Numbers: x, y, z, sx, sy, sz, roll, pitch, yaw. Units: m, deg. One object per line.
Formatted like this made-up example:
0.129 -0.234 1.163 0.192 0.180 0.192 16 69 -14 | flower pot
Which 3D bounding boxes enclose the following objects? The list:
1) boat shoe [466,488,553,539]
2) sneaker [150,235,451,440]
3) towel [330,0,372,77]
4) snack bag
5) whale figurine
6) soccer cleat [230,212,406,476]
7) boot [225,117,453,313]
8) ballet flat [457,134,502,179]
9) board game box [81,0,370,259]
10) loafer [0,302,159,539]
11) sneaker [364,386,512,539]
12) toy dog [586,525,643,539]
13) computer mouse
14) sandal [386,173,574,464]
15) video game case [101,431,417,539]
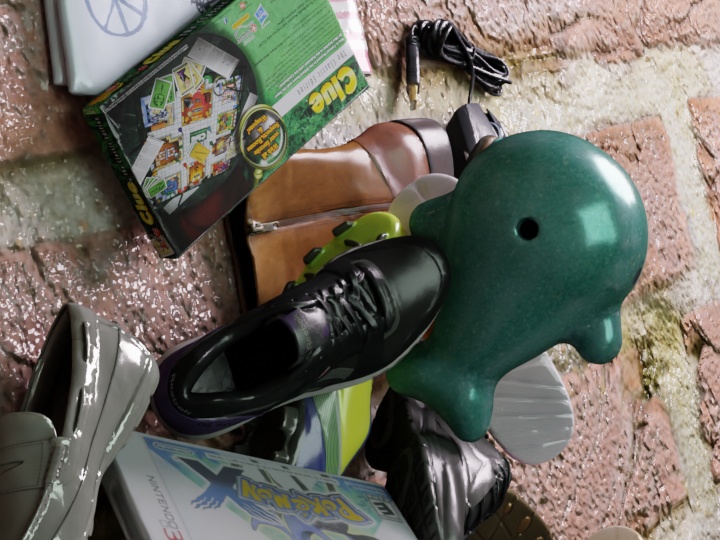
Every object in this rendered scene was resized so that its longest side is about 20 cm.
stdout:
0.105 0.204 1.350 0.200 0.072 0.068 51 -1 -38 | boat shoe
-0.024 0.039 1.099 0.199 0.088 0.076 -29 89 -17 | sneaker
-0.052 -0.227 1.281 0.146 0.030 0.202 -9 87 -56 | towel
-0.117 -0.196 1.165 0.199 0.021 0.190 -3 81 -46 | snack bag
0.091 0.008 1.172 0.159 0.201 0.104 37 6 13 | whale figurine
-0.016 0.060 1.190 0.084 0.064 0.201 37 69 -43 | soccer cleat
0.000 0.000 1.259 0.199 0.068 0.190 -19 108 -49 | boot
0.082 0.005 1.365 0.068 0.068 0.202 -12 97 -55 | ballet flat
-0.077 -0.105 1.152 0.200 0.023 0.105 -44 116 -37 | board game box
-0.169 0.104 0.986 0.070 0.070 0.201 44 42 -25 | loafer
0.057 0.136 1.206 0.090 0.076 0.200 22 25 -12 | sneaker
0.160 0.279 1.303 0.132 0.096 0.201 37 82 -40 | toy dog
0.083 -0.094 1.419 0.140 0.046 0.202 28 58 -50 | computer mouse
0.070 0.036 1.260 0.079 0.059 0.208 -29 100 -11 | sandal
-0.038 0.160 1.041 0.199 0.022 0.183 17 22 -32 | video game case
